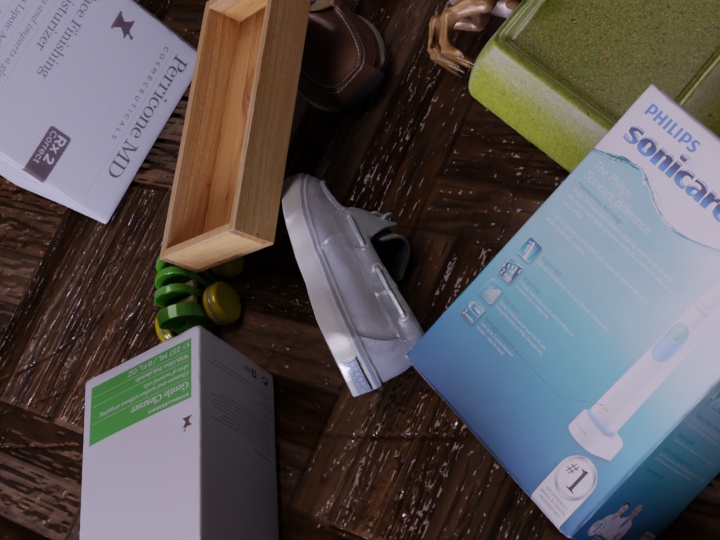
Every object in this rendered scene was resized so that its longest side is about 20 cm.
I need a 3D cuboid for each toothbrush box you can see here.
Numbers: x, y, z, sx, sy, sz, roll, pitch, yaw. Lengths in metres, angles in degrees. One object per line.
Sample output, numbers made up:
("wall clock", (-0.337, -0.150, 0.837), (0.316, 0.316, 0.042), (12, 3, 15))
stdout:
("toothbrush box", (0.147, 0.028, 0.881), (0.200, 0.085, 0.146), (-49, 54, 8))

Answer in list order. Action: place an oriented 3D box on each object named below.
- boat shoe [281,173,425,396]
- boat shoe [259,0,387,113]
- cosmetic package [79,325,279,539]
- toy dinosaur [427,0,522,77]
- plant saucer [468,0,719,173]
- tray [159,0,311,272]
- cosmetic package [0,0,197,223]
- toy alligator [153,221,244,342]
("boat shoe", (0.000, 0.000, 1.087), (0.071, 0.070, 0.201), (-22, 41, 1))
("boat shoe", (-0.049, -0.187, 1.244), (0.076, 0.074, 0.200), (-47, 41, 9))
("cosmetic package", (-0.114, 0.152, 1.069), (0.107, 0.085, 0.200), (-27, 46, 25))
("toy dinosaur", (0.074, -0.191, 1.130), (0.200, 0.060, 0.106), (26, 86, 20))
("plant saucer", (0.174, -0.148, 0.997), (0.200, 0.048, 0.200), (-50, 51, 5))
("tray", (-0.084, -0.106, 1.159), (0.099, 0.037, 0.201), (-18, 57, 53))
("cosmetic package", (-0.271, -0.168, 1.347), (0.165, 0.200, 0.165), (22, 80, 50))
("toy alligator", (-0.122, -0.013, 1.211), (0.059, 0.054, 0.201), (-24, 49, 30))
